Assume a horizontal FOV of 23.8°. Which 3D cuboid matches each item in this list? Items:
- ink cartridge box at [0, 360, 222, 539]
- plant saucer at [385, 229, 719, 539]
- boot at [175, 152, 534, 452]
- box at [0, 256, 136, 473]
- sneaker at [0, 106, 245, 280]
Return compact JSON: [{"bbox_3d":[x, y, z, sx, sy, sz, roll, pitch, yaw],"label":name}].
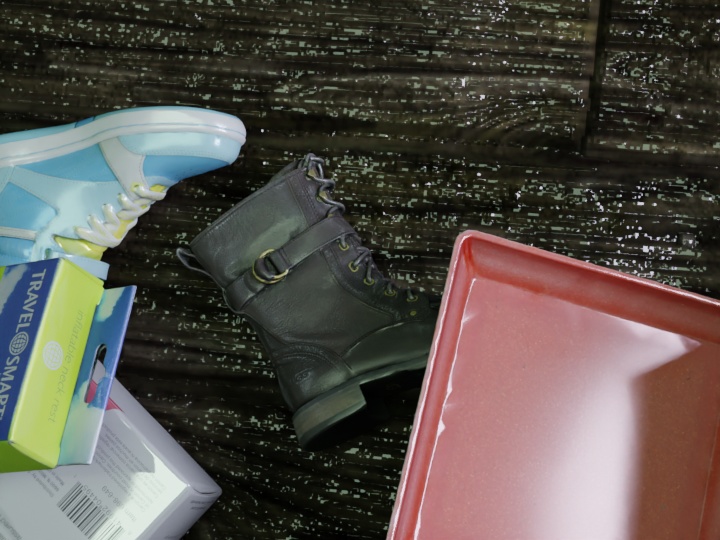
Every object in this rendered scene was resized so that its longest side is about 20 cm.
[{"bbox_3d":[-0.209,0.161,1.075,0.146,0.085,0.200,44,91,14],"label":"ink cartridge box"},{"bbox_3d":[0.126,0.098,0.977,0.199,0.037,0.200,16,71,-5],"label":"plant saucer"},{"bbox_3d":[0.000,0.000,1.066,0.200,0.069,0.174,-27,70,0],"label":"boot"},{"bbox_3d":[-0.235,0.062,1.030,0.200,0.048,0.122,-8,59,34],"label":"box"},{"bbox_3d":[-0.162,-0.030,1.097,0.200,0.080,0.131,-10,78,20],"label":"sneaker"}]
